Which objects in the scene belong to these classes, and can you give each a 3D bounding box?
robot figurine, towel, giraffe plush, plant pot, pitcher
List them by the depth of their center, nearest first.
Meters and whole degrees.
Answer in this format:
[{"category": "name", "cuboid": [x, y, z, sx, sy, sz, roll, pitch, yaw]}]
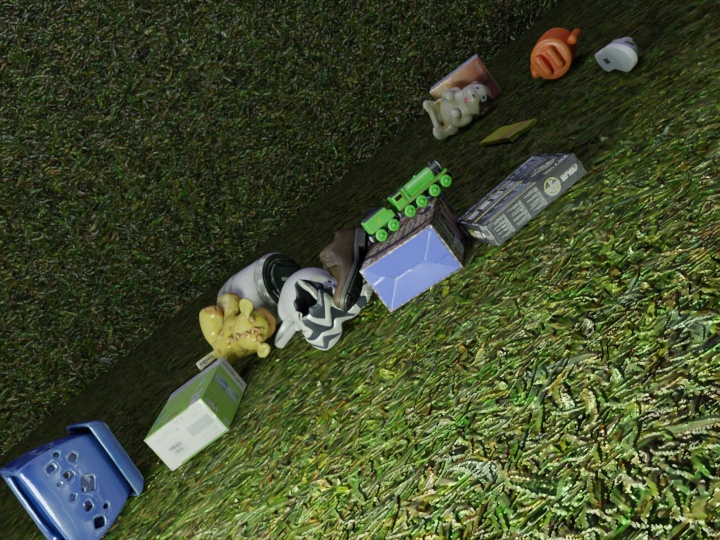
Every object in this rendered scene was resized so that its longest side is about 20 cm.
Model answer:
[{"category": "plant pot", "cuboid": [-0.542, 0.403, 1.387, 0.180, 0.201, 0.199, -39, 10, -37]}, {"category": "pitcher", "cuboid": [-0.124, 0.083, 1.538, 0.200, 0.121, 0.173, -19, 49, 68]}, {"category": "giraffe plush", "cuboid": [-0.259, 0.131, 1.605, 0.162, 0.173, 0.201, -26, 25, 39]}, {"category": "towel", "cuboid": [0.372, -0.347, 1.837, 0.086, 0.018, 0.200, -35, 11, -7]}, {"category": "robot figurine", "cuboid": [0.545, -0.613, 2.043, 0.200, 0.116, 0.145, -54, -23, -49]}]

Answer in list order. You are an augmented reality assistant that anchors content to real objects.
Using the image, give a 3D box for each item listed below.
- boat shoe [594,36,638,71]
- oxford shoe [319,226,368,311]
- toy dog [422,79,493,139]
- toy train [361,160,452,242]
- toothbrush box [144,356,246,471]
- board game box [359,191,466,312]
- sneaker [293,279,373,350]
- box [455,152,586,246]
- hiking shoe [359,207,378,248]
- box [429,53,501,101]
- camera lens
[{"category": "boat shoe", "cuboid": [0.583, -0.491, 1.618, 0.065, 0.074, 0.200, -40, 13, 10]}, {"category": "oxford shoe", "cuboid": [-0.035, -0.001, 1.317, 0.084, 0.073, 0.201, 2, 41, 5]}, {"category": "toy dog", "cuboid": [0.335, -0.523, 2.335, 0.193, 0.141, 0.199, -1, -17, -40]}, {"category": "toy train", "cuboid": [0.085, -0.129, 1.338, 0.200, 0.057, 0.042, -41, 13, -9]}, {"category": "toothbrush box", "cuboid": [-0.320, 0.277, 1.431, 0.145, 0.086, 0.200, -36, 14, 10]}, {"category": "board game box", "cuboid": [0.102, -0.040, 1.335, 0.159, 0.097, 0.200, -33, 14, 21]}, {"category": "sneaker", "cuboid": [-0.057, 0.035, 1.354, 0.079, 0.130, 0.200, 24, 70, 45]}, {"category": "box", "cuboid": [0.275, -0.128, 1.273, 0.200, 0.049, 0.161, -40, 11, -5]}, {"category": "hiking shoe", "cuboid": [0.033, -0.022, 1.486, 0.076, 0.100, 0.201, 28, 99, 61]}, {"category": "box", "cuboid": [0.360, -0.617, 2.486, 0.199, 0.153, 0.106, -34, 12, 19]}, {"category": "camera lens", "cuboid": [-0.238, 0.060, 1.786, 0.199, 0.160, 0.160, -29, 16, 37]}]
